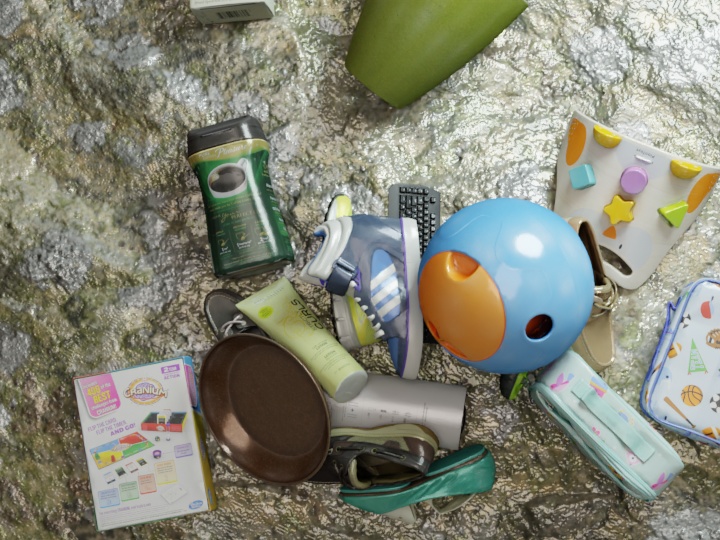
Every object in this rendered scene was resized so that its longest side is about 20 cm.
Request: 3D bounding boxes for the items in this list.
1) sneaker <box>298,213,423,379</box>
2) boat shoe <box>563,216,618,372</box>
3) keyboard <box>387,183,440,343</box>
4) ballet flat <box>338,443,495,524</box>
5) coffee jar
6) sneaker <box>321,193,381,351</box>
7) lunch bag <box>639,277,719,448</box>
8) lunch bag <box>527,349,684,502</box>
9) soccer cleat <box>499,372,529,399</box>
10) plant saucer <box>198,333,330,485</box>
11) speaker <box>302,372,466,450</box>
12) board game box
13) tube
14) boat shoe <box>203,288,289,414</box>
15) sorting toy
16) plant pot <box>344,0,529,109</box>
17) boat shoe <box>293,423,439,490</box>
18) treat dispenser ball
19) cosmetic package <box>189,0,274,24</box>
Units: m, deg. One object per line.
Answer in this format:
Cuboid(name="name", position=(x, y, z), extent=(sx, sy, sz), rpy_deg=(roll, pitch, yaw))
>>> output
Cuboid(name="sneaker", position=(-0.001, 0.032, 1.358), extent=(0.146, 0.081, 0.200), rpy_deg=(-1, 86, -1))
Cuboid(name="boat shoe", position=(0.275, 0.032, 1.374), extent=(0.071, 0.064, 0.200), rpy_deg=(-29, 104, -35))
Cuboid(name="keyboard", position=(0.084, -0.009, 1.415), extent=(0.104, 0.040, 0.200), rpy_deg=(3, 86, -27))
Cuboid(name="ballet flat", position=(0.074, 0.277, 1.403), extent=(0.200, 0.067, 0.071), rpy_deg=(-17, 98, 6))
Cuboid(name="coffee jar", position=(-0.155, -0.094, 1.448), extent=(0.104, 0.085, 0.200), rpy_deg=(-13, 85, 8))
Cuboid(name="sneaker", position=(0.000, 0.000, 1.435), extent=(0.090, 0.078, 0.200), rpy_deg=(-8, 90, -3))
Cuboid(name="lunch bag", position=(0.433, 0.109, 1.374), extent=(0.160, 0.076, 0.200), rpy_deg=(22, 88, 10))
Cuboid(name="lunch bag", position=(0.284, 0.182, 1.339), extent=(0.200, 0.160, 0.077), rpy_deg=(44, 90, 7))
Cuboid(name="soccer cleat", position=(0.191, 0.061, 1.413), extent=(0.081, 0.068, 0.200), rpy_deg=(11, 80, 16))
Cuboid(name="plant saucer", position=(-0.111, 0.166, 1.385), extent=(0.200, 0.037, 0.201), rpy_deg=(13, 114, 31))
Cuboid(name="speaker", position=(0.032, 0.170, 1.407), extent=(0.200, 0.081, 0.081), rpy_deg=(7, 86, 7))
Cuboid(name="board game box", position=(-0.277, 0.222, 1.455), extent=(0.153, 0.040, 0.200), rpy_deg=(-11, 84, 5))
Cuboid(name="tube", position=(-0.071, 0.083, 1.400), extent=(0.200, 0.058, 0.052), rpy_deg=(44, 112, 35))
Cuboid(name="boat shoe", position=(-0.134, 0.102, 1.442), extent=(0.067, 0.057, 0.200), rpy_deg=(-38, 82, 2))
Cuboid(name="sorting toy", position=(0.323, -0.077, 1.404), extent=(0.200, 0.107, 0.180), rpy_deg=(23, 107, 8))
Cuboid(name="plant pot", position=(0.076, -0.308, 1.411), extent=(0.187, 0.187, 0.200), rpy_deg=(40, 105, 8))
Cuboid(name="boat shoe", position=(-0.002, 0.232, 1.372), extent=(0.200, 0.065, 0.073), rpy_deg=(-18, 121, 30))
Cuboid(name="treat dispenser ball", position=(0.164, 0.018, 1.290), extent=(0.200, 0.201, 0.201), rpy_deg=(-1, 85, 6))
Cuboid(name="cosmetic package", position=(-0.173, -0.434, 1.487), extent=(0.105, 0.071, 0.200), rpy_deg=(-6, 85, 6))
